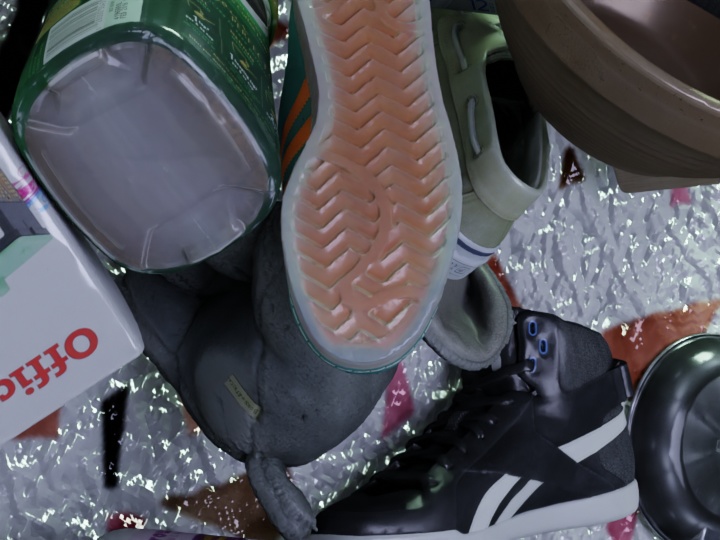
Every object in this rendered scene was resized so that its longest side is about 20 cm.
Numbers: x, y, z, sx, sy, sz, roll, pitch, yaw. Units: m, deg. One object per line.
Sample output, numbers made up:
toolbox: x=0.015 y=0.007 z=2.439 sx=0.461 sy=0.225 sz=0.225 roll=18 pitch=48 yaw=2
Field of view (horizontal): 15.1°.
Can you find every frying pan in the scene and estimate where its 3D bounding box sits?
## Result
frying pan: x=0.165 y=0.119 z=1.387 sx=0.115 sy=0.031 sz=0.190 roll=44 pitch=65 yaw=-28

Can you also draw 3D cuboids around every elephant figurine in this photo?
elephant figurine: x=0.000 y=0.000 z=1.207 sx=0.200 sy=0.141 sz=0.155 roll=-16 pitch=131 yaw=-50

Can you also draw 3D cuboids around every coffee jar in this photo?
coffee jar: x=-0.083 y=-0.090 z=1.100 sx=0.085 sy=0.200 sz=0.104 roll=-30 pitch=116 yaw=15

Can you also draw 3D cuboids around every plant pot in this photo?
plant pot: x=0.130 y=-0.105 z=1.153 sx=0.201 sy=0.093 sz=0.201 roll=17 pitch=44 yaw=-18

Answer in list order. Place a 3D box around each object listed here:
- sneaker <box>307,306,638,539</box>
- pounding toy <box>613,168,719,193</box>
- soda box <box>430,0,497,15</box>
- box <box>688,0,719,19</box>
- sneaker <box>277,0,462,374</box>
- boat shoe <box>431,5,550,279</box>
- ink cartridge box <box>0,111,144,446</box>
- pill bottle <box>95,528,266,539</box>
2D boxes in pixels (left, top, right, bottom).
sneaker: x=0.047 y=0.073 z=1.276 sx=0.200 sy=0.073 sz=0.112 roll=-8 pitch=94 yaw=-44
pounding toy: x=0.163 y=-0.143 z=1.291 sx=0.142 sy=0.184 sz=0.200 roll=-34 pitch=112 yaw=-46
soda box: x=0.056 y=-0.213 z=1.225 sx=0.063 sy=0.068 sz=0.200 roll=70 pitch=33 yaw=-56
box: x=0.115 y=-0.210 z=1.137 sx=0.160 sy=0.044 sz=0.200 roll=30 pitch=43 yaw=-5
sneaker: x=0.002 y=-0.039 z=1.088 sx=0.071 sy=0.080 sz=0.200 roll=2 pitch=60 yaw=-2
boat shoe: x=0.057 y=-0.076 z=1.201 sx=0.072 sy=0.062 sz=0.200 roll=40 pitch=33 yaw=-29
ink cartridge box: x=-0.197 y=-0.017 z=1.050 sx=0.145 sy=0.084 sz=0.200 roll=-33 pitch=113 yaw=-3
pill bottle: x=-0.061 y=0.164 z=1.117 sx=0.200 sy=0.112 sz=0.112 roll=5 pitch=89 yaw=7
